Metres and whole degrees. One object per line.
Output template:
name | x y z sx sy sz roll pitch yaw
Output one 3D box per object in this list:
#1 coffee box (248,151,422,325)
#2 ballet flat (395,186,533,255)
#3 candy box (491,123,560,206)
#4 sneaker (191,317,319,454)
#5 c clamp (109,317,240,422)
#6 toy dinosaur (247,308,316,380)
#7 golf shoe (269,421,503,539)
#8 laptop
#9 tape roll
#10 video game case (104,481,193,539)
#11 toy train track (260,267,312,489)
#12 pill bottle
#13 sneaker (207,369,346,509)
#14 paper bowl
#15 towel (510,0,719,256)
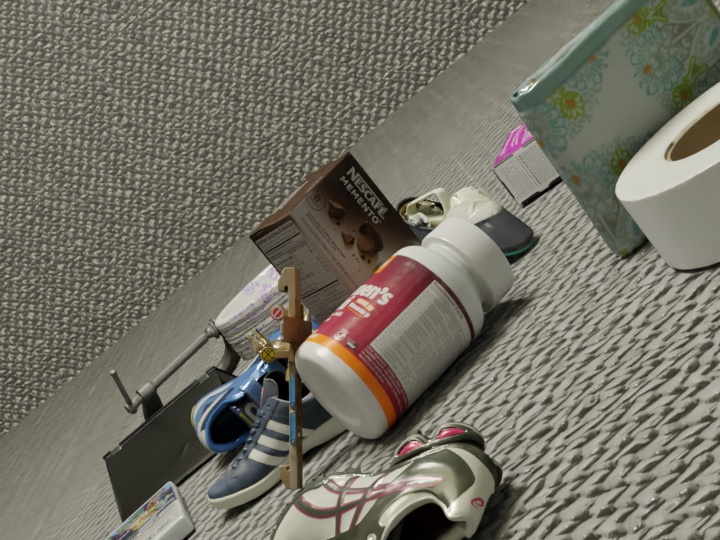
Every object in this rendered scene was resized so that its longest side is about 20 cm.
coffee box | 0.000 0.000 1.357 0.080 0.201 0.113 -27 15 49
ballet flat | 0.103 -0.055 1.463 0.073 0.073 0.199 -44 26 -24
candy box | 0.254 -0.172 1.579 0.199 0.061 0.137 -35 11 26
sneaker | -0.109 0.137 1.553 0.200 0.074 0.082 -44 15 7
c clamp | -0.230 0.134 1.788 0.027 0.172 0.200 30 55 31
toy dinosaur | -0.040 0.091 1.476 0.199 0.058 0.102 24 79 48
golf shoe | 0.006 0.177 0.932 0.199 0.077 0.088 -36 18 25
laptop | -0.219 0.226 1.733 0.187 0.116 0.200 -38 -19 4
tape roll | 0.294 -0.091 1.041 0.202 0.071 0.203 -39 10 8
video game case | -0.266 0.318 1.469 0.200 0.023 0.182 -42 10 -7
toy train track | -0.071 0.099 1.259 0.032 0.203 0.115 -2 -6 11
pill bottle | 0.043 0.049 1.248 0.200 0.110 0.109 -44 11 -21
sneaker | -0.086 0.152 1.346 0.199 0.085 0.075 -39 10 8
paper bowl | -0.083 0.042 1.763 0.200 0.105 0.201 -39 10 8
towel | 0.244 -0.140 1.155 0.200 0.172 0.048 -41 12 -10
